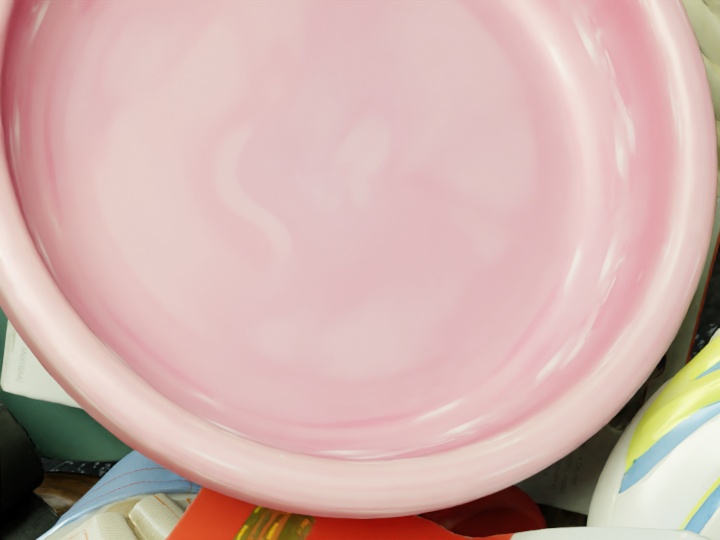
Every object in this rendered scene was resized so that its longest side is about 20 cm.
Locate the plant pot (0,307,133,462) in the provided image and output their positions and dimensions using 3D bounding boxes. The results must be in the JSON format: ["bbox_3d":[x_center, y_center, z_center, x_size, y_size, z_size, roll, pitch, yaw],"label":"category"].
[{"bbox_3d":[-0.077,-0.027,0.801,0.199,0.162,0.201,-8,12,2],"label":"plant pot"}]

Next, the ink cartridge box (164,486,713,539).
[{"bbox_3d":[0.019,0.117,0.516,0.199,0.047,0.160,23,51,18],"label":"ink cartridge box"}]

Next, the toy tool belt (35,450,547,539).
[{"bbox_3d":[-0.055,0.099,0.647,0.199,0.125,0.123,-35,35,-9],"label":"toy tool belt"}]

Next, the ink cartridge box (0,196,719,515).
[{"bbox_3d":[0.000,0.000,0.679,0.198,0.110,0.050,13,17,0],"label":"ink cartridge box"}]

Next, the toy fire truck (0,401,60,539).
[{"bbox_3d":[-0.189,0.037,0.750,0.199,0.177,0.129,24,56,40],"label":"toy fire truck"}]

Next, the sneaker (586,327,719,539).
[{"bbox_3d":[0.155,0.040,0.576,0.199,0.076,0.105,-33,27,-4],"label":"sneaker"}]

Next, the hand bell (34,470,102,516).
[{"bbox_3d":[-0.158,0.087,0.839,0.199,0.105,0.104,1,39,29],"label":"hand bell"}]

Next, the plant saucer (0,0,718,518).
[{"bbox_3d":[-0.008,-0.034,0.587,0.200,0.201,0.051,-43,-1,-22],"label":"plant saucer"}]

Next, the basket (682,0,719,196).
[{"bbox_3d":[0.133,-0.133,0.760,0.197,0.201,0.161,-8,36,39],"label":"basket"}]
